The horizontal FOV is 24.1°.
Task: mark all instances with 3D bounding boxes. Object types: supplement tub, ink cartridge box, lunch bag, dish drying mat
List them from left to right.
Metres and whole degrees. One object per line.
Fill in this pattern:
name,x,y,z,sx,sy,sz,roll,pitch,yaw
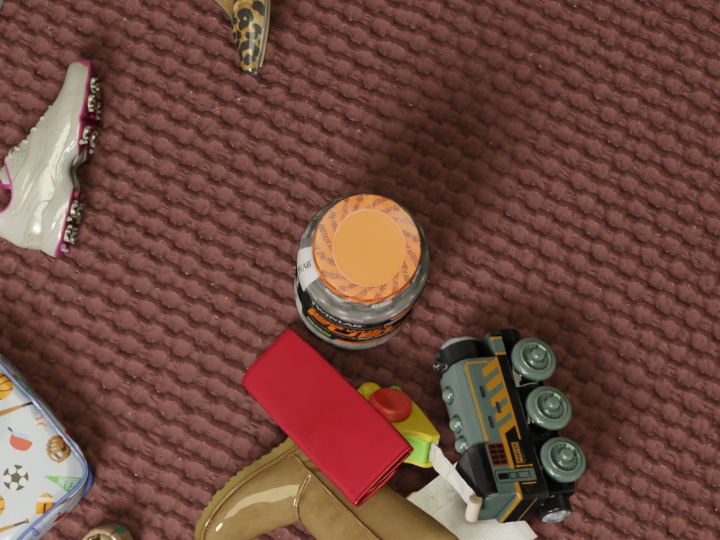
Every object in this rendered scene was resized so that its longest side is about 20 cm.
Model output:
lunch bag,-0.362,0.172,1.581,0.160,0.076,0.200,-42,84,-9
dish drying mat,-0.034,0.136,1.583,0.077,0.018,0.200,-44,51,-5
supplement tub,0.000,0.000,1.577,0.122,0.200,0.123,1,77,-3
ink cartridge box,0.056,0.274,1.598,0.200,0.050,0.109,-36,81,-11

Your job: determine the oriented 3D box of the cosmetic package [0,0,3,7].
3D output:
cosmetic package,-0.421,-0.392,1.677,0.199,0.123,0.201,21,78,1

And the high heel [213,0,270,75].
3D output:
high heel,-0.163,-0.278,1.689,0.142,0.071,0.201,0,61,-10

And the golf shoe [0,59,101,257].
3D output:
golf shoe,-0.308,-0.116,1.650,0.091,0.075,0.201,10,76,2

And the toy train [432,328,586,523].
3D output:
toy train,0.137,0.146,1.590,0.113,0.085,0.201,-2,60,-22

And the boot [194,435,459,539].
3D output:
boot,-0.032,0.247,1.546,0.175,0.066,0.200,-41,56,-13

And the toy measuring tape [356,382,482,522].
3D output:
toy measuring tape,0.039,0.169,1.573,0.073,0.074,0.200,-29,42,-9

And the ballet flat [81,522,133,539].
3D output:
ballet flat,-0.279,0.319,1.556,0.068,0.067,0.201,29,78,3
